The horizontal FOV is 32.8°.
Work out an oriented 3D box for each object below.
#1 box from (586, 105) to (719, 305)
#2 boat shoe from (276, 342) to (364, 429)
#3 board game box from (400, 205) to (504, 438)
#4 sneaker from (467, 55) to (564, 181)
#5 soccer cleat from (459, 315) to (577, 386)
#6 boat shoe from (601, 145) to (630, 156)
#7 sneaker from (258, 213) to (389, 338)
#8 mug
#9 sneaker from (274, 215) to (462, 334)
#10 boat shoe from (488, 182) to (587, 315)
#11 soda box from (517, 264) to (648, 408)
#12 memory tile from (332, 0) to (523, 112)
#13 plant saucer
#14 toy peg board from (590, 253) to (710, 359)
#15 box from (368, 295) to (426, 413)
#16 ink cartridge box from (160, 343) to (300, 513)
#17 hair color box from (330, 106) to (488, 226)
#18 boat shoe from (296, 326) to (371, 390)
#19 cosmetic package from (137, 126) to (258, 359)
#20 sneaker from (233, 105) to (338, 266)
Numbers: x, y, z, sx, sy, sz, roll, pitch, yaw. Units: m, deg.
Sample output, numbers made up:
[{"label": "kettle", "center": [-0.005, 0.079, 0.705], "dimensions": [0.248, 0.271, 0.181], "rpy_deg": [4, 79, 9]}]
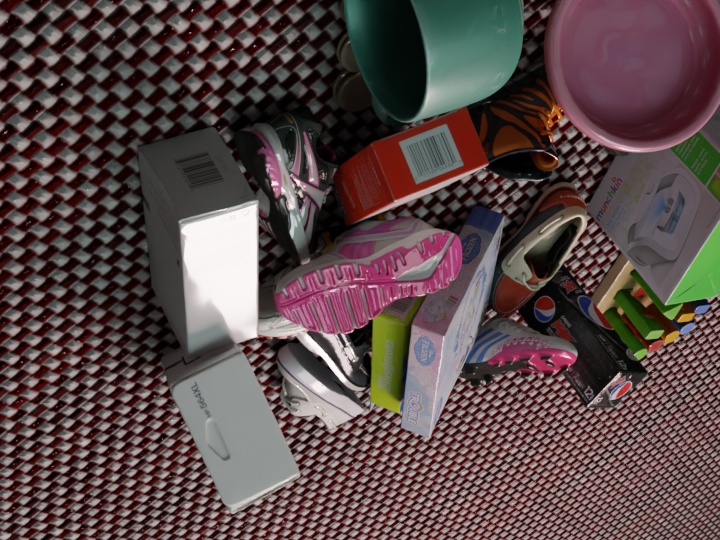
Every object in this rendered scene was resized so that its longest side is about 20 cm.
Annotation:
[{"label": "box", "center": [0.387, -0.094, 1.443], "dimensions": [0.097, 0.177, 0.200], "rpy_deg": [-7, 139, -32]}, {"label": "boat shoe", "center": [-0.063, 0.150, 1.494], "dimensions": [0.070, 0.071, 0.200], "rpy_deg": [-38, 152, 4]}, {"label": "board game box", "center": [0.107, 0.061, 1.433], "dimensions": [0.200, 0.043, 0.199], "rpy_deg": [94, 20, -49]}, {"label": "sneaker", "center": [0.195, -0.155, 1.275], "dimensions": [0.200, 0.112, 0.078], "rpy_deg": [-28, 145, -7]}, {"label": "soccer cleat", "center": [0.189, 0.090, 1.535], "dimensions": [0.070, 0.087, 0.200], "rpy_deg": [27, 154, -34]}, {"label": "boat shoe", "center": [0.303, -0.194, 1.358], "dimensions": [0.074, 0.063, 0.202], "rpy_deg": [-24, 146, -16]}, {"label": "sneaker", "center": [-0.050, -0.003, 1.318], "dimensions": [0.200, 0.078, 0.082], "rpy_deg": [-35, 142, -13]}, {"label": "mug", "center": [0.064, -0.214, 1.060], "dimensions": [0.114, 0.152, 0.185], "rpy_deg": [-20, -173, -19]}, {"label": "sneaker", "center": [0.000, 0.000, 1.247], "dimensions": [0.200, 0.088, 0.082], "rpy_deg": [-17, 121, -21]}, {"label": "boat shoe", "center": [0.214, -0.014, 1.493], "dimensions": [0.071, 0.063, 0.200], "rpy_deg": [14, 126, -23]}, {"label": "soda box", "center": [0.269, 0.077, 1.539], "dimensions": [0.063, 0.200, 0.071], "rpy_deg": [8, 129, -44]}, {"label": "memory tile", "center": [0.068, -0.231, 1.168], "dimensions": [0.200, 0.017, 0.153], "rpy_deg": [-19, 142, -19]}, {"label": "plant saucer", "center": [0.274, -0.219, 1.232], "dimensions": [0.200, 0.201, 0.051], "rpy_deg": [-24, -172, -11]}, {"label": "toy peg board", "center": [0.440, 0.034, 1.709], "dimensions": [0.199, 0.098, 0.200], "rpy_deg": [-4, 137, -34]}, {"label": "box", "center": [0.056, 0.079, 1.464], "dimensions": [0.122, 0.048, 0.200], "rpy_deg": [-56, 160, -36]}, {"label": "ink cartridge box", "center": [-0.140, 0.151, 1.281], "dimensions": [0.084, 0.146, 0.200], "rpy_deg": [-26, -171, -9]}, {"label": "hair color box", "center": [0.040, -0.097, 1.183], "dimensions": [0.101, 0.061, 0.200], "rpy_deg": [-22, 180, -14]}, {"label": "boat shoe", "center": [-0.021, 0.080, 1.431], "dimensions": [0.060, 0.076, 0.200], "rpy_deg": [-32, 146, 10]}, {"label": "cosmetic package", "center": [-0.153, -0.023, 1.172], "dimensions": [0.081, 0.113, 0.200], "rpy_deg": [-17, 141, -21]}, {"label": "sneaker", "center": [-0.056, -0.082, 1.207], "dimensions": [0.086, 0.080, 0.200], "rpy_deg": [-34, 152, -15]}]
